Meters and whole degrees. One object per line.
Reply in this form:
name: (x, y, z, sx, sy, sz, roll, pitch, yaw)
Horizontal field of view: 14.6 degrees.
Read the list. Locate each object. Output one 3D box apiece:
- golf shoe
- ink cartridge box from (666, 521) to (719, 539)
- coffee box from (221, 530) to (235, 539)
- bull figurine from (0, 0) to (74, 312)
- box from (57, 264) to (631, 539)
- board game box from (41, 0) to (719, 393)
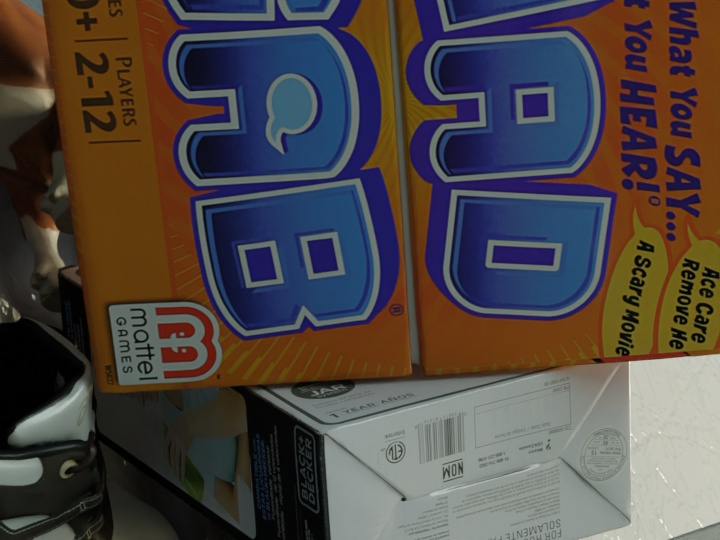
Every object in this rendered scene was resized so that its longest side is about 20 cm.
golf shoe: (-0.105, 0.068, 0.901, 0.200, 0.094, 0.078, 29, 35, -50)
ink cartridge box: (0.162, 0.207, 1.154, 0.146, 0.083, 0.200, 113, -42, -77)
coffee box: (0.003, 0.078, 1.160, 0.200, 0.044, 0.123, 24, 39, -52)
bull figurine: (-0.131, -0.061, 1.027, 0.200, 0.065, 0.121, 26, 37, -28)
box: (-0.010, 0.040, 0.947, 0.117, 0.200, 0.060, -13, 111, -28)
board game box: (0.009, -0.103, 0.897, 0.200, 0.200, 0.200, -91, 176, -58)
